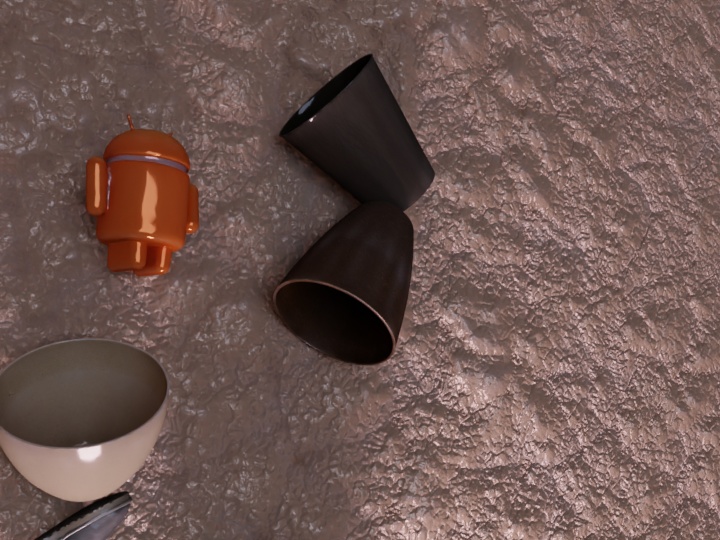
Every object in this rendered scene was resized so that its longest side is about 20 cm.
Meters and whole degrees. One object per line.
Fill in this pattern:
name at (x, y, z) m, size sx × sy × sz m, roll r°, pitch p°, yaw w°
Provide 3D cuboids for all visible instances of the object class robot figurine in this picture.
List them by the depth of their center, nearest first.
robot figurine at (-0.281, -0.096, 1.060) m, size 0.142 × 0.117 × 0.202 m, roll 4°, pitch 81°, yaw -12°

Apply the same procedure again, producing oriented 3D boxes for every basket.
basket at (0.011, -0.188, 1.217) m, size 0.180 × 0.136 × 0.200 m, roll -39°, pitch 111°, yaw 10°

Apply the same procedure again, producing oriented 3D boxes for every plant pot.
plant pot at (-0.330, 0.194, 0.966) m, size 0.199 × 0.200 × 0.135 m, roll -9°, pitch 123°, yaw -29°
plant pot at (0.000, 0.000, 1.172) m, size 0.187 × 0.187 × 0.201 m, roll 39°, pitch 56°, yaw -18°

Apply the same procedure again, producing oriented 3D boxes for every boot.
boot at (-0.320, 0.398, 0.990) m, size 0.181 × 0.073 × 0.201 m, roll -31°, pitch 91°, yaw -14°
